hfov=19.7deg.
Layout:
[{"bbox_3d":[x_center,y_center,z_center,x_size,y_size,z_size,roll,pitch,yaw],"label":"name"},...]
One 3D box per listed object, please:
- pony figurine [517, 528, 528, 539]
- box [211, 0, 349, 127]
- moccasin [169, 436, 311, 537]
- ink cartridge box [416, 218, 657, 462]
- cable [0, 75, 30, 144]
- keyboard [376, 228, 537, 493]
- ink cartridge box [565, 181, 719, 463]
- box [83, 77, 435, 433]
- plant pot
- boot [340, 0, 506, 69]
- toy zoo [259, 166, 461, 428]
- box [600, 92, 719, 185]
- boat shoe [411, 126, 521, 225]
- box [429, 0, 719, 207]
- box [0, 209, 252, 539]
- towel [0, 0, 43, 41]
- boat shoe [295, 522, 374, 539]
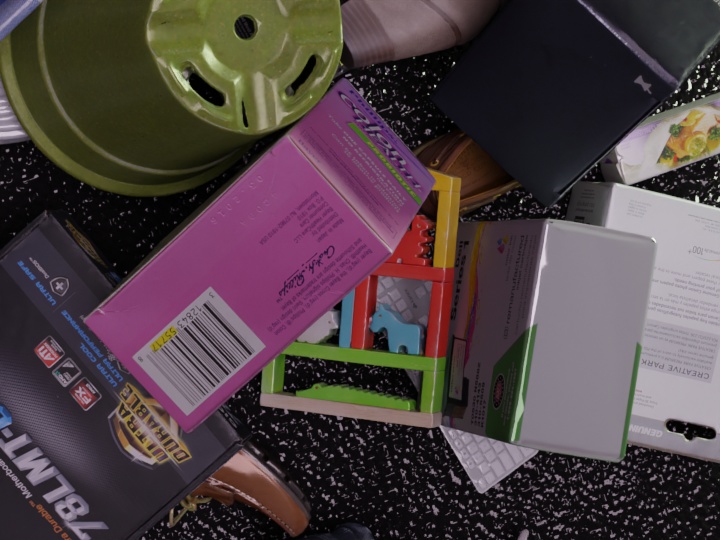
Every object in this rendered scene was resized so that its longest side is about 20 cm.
[{"bbox_3d":[0.070,0.274,1.414,0.200,0.166,0.194,9,75,-50],"label":"pony figurine"},{"bbox_3d":[-0.048,-0.228,1.409,0.193,0.047,0.201,-32,101,-13],"label":"box"},{"bbox_3d":[-0.124,0.126,1.398,0.201,0.074,0.078,31,88,-14],"label":"moccasin"},{"bbox_3d":[0.113,0.043,1.386,0.084,0.200,0.146,10,88,-16],"label":"ink cartridge box"},{"bbox_3d":[-0.241,-0.181,1.347,0.199,0.069,0.201,18,89,-16],"label":"cable"},{"bbox_3d":[0.058,0.062,1.475,0.056,0.011,0.201,-33,102,-11],"label":"keyboard"},{"bbox_3d":[0.236,0.042,1.483,0.199,0.084,0.176,14,90,-15],"label":"ink cartridge box"},{"bbox_3d":[-0.058,-0.015,1.309,0.176,0.200,0.097,-41,96,17],"label":"box"},{"bbox_3d":[-0.102,-0.142,1.263,0.199,0.190,0.201,-2,95,-24],"label":"plant pot"},{"bbox_3d":[0.011,-0.233,1.373,0.146,0.070,0.201,-34,97,-20],"label":"boot"},{"bbox_3d":[0.000,0.000,1.413,0.131,0.020,0.201,6,94,21],"label":"toy zoo"},{"bbox_3d":[0.267,-0.110,1.503,0.199,0.041,0.039,-20,100,-14],"label":"box"},{"bbox_3d":[0.117,-0.095,1.450,0.200,0.068,0.072,-34,102,-10],"label":"boat shoe"},{"bbox_3d":[0.174,-0.174,1.349,0.117,0.197,0.200,42,62,0],"label":"box"},{"bbox_3d":[-0.207,0.098,1.345,0.198,0.050,0.200,-40,89,5],"label":"box"},{"bbox_3d":[-0.174,-0.216,1.258,0.200,0.147,0.024,-44,124,-9],"label":"towel"},{"bbox_3d":[-0.034,0.273,1.437,0.091,0.071,0.201,-14,121,-46],"label":"boat shoe"}]
